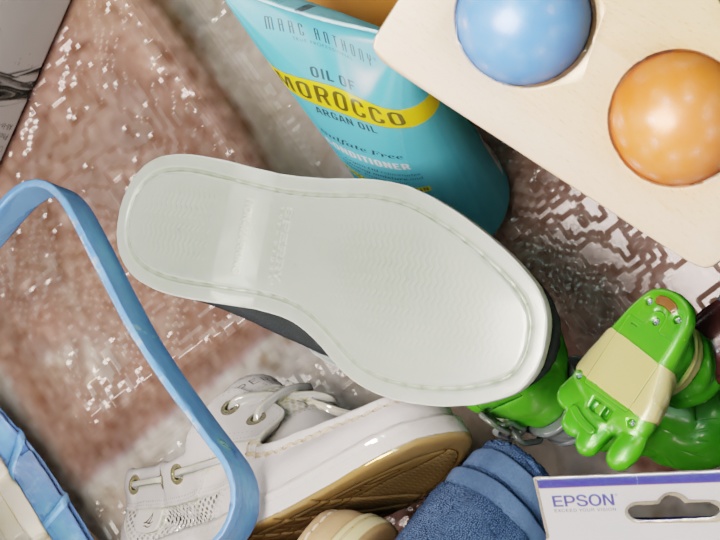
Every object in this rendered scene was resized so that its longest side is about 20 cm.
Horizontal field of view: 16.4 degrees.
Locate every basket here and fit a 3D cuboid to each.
[{"bbox_3d":[-0.146,0.086,0.958,0.200,0.139,0.177,-44,57,19],"label":"basket"}]

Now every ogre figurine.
[{"bbox_3d":[0.152,0.034,0.901,0.200,0.120,0.098,-34,60,18],"label":"ogre figurine"}]

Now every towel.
[{"bbox_3d":[0.009,0.161,0.903,0.048,0.112,0.200,31,71,24],"label":"towel"}]

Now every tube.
[{"bbox_3d":[0.009,-0.058,0.914,0.077,0.200,0.051,14,77,21],"label":"tube"}]

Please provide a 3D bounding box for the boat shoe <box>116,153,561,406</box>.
[{"bbox_3d":[0.000,0.000,0.918,0.200,0.060,0.076,24,98,37],"label":"boat shoe"}]

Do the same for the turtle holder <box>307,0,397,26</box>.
[{"bbox_3d":[0.015,-0.164,0.949,0.131,0.141,0.186,-12,86,18],"label":"turtle holder"}]

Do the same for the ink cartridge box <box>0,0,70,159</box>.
[{"bbox_3d":[-0.212,-0.109,1.047,0.146,0.084,0.201,26,95,16],"label":"ink cartridge box"}]

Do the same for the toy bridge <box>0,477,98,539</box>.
[{"bbox_3d":[-0.127,0.151,1.042,0.067,0.027,0.201,-29,79,14],"label":"toy bridge"}]

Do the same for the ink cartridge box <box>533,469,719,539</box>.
[{"bbox_3d":[0.128,0.148,0.910,0.099,0.039,0.201,-2,119,18],"label":"ink cartridge box"}]

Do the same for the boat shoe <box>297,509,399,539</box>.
[{"bbox_3d":[-0.041,0.155,0.954,0.064,0.071,0.200,39,133,19],"label":"boat shoe"}]

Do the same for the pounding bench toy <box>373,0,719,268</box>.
[{"bbox_3d":[0.122,-0.076,0.790,0.200,0.156,0.124,33,104,-4],"label":"pounding bench toy"}]

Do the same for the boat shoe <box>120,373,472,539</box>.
[{"bbox_3d":[-0.037,0.073,0.962,0.200,0.071,0.070,-29,68,45],"label":"boat shoe"}]
